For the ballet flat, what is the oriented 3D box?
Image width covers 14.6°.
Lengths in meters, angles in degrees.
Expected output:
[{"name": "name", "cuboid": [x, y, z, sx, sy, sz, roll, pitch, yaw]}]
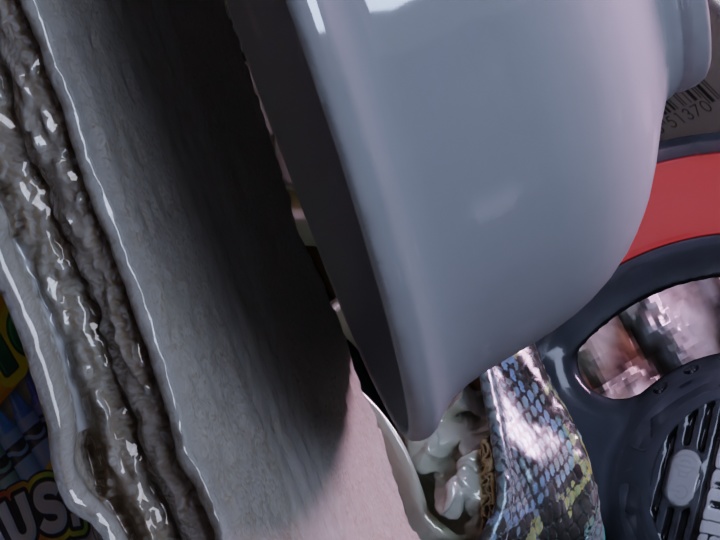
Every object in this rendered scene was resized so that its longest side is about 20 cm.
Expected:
[{"name": "ballet flat", "cuboid": [0.000, 0.000, 0.727, 0.074, 0.074, 0.200, -15, 69, -36]}]

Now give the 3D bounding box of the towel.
[{"name": "towel", "cuboid": [-0.041, 0.002, 0.619, 0.133, 0.034, 0.200, -27, 98, -75]}]

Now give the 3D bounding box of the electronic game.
[{"name": "electronic game", "cuboid": [0.104, 0.061, 0.757, 0.200, 0.042, 0.200, -1, 83, 5]}]

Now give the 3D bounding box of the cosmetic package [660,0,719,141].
[{"name": "cosmetic package", "cuboid": [0.120, -0.123, 0.845, 0.087, 0.103, 0.200, 43, 55, -16]}]

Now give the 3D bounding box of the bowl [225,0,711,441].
[{"name": "bowl", "cuboid": [0.017, -0.070, 0.612, 0.090, 0.201, 0.201, -19, 86, -4]}]

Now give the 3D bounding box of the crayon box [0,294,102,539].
[{"name": "crayon box", "cuboid": [-0.094, 0.073, 0.640, 0.200, 0.058, 0.119, -41, 108, -45]}]
